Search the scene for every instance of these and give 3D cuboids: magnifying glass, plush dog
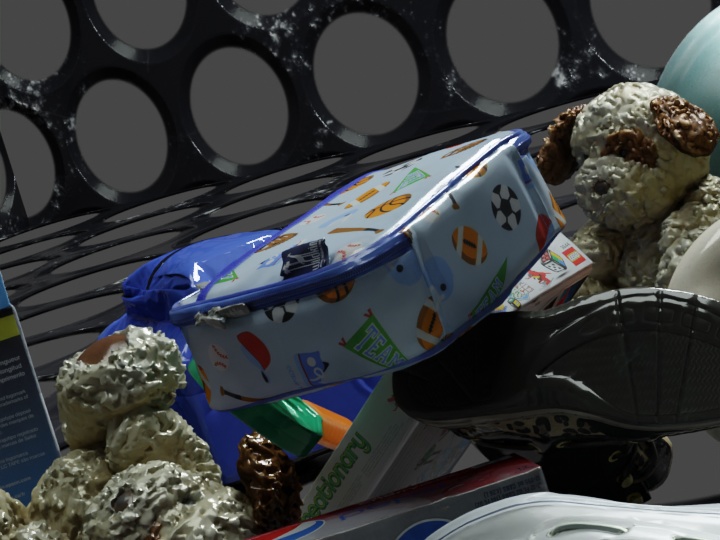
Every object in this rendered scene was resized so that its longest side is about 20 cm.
[{"bbox_3d":[-0.039,0.081,1.306,0.022,0.080,0.200,-52,-21,4],"label":"magnifying glass"},{"bbox_3d":[-0.121,0.152,1.291,0.200,0.161,0.172,-46,35,-19],"label":"plush dog"},{"bbox_3d":[0.211,-0.050,1.663,0.160,0.172,0.200,-25,11,-39],"label":"plush dog"}]

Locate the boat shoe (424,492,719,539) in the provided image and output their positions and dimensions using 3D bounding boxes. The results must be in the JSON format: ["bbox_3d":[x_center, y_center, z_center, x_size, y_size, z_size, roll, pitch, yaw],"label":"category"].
[{"bbox_3d":[0.104,0.136,1.043,0.200,0.074,0.067,-12,7,23],"label":"boat shoe"}]

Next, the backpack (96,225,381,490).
[{"bbox_3d":[-0.090,0.060,1.632,0.162,0.168,0.200,-13,2,-27],"label":"backpack"}]

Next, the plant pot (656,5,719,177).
[{"bbox_3d":[0.345,-0.109,1.878,0.200,0.201,0.134,-21,36,-28],"label":"plant pot"}]

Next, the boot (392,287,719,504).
[{"bbox_3d":[0.132,0.073,1.209,0.200,0.073,0.151,-7,-26,21],"label":"boot"}]

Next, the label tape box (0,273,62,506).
[{"bbox_3d":[-0.294,0.100,1.636,0.143,0.200,0.066,-18,6,-11],"label":"label tape box"}]

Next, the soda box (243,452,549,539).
[{"bbox_3d":[-0.001,0.153,1.150,0.200,0.070,0.063,-16,5,-7],"label":"soda box"}]

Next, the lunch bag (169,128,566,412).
[{"bbox_3d":[0.000,0.000,1.197,0.160,0.076,0.200,-13,14,41],"label":"lunch bag"}]

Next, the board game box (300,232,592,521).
[{"bbox_3d":[0.044,0.073,1.332,0.126,0.035,0.200,-28,-23,-48],"label":"board game box"}]

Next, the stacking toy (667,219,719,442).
[{"bbox_3d":[0.237,0.045,1.325,0.146,0.146,0.200,-17,-9,0],"label":"stacking toy"}]
